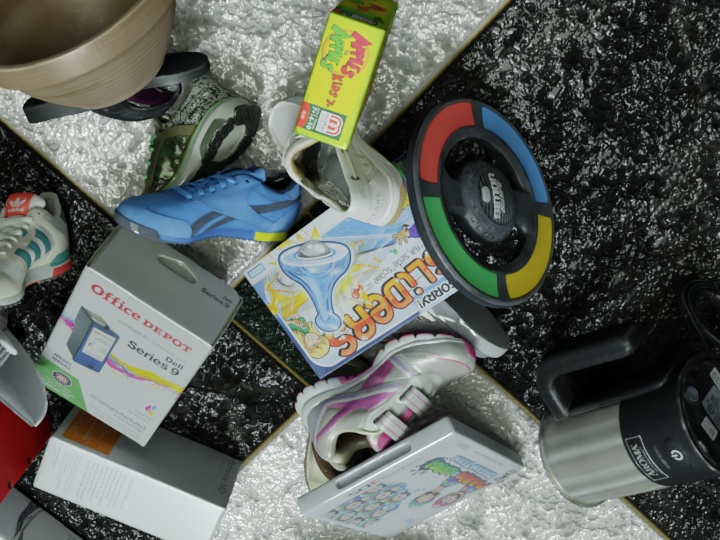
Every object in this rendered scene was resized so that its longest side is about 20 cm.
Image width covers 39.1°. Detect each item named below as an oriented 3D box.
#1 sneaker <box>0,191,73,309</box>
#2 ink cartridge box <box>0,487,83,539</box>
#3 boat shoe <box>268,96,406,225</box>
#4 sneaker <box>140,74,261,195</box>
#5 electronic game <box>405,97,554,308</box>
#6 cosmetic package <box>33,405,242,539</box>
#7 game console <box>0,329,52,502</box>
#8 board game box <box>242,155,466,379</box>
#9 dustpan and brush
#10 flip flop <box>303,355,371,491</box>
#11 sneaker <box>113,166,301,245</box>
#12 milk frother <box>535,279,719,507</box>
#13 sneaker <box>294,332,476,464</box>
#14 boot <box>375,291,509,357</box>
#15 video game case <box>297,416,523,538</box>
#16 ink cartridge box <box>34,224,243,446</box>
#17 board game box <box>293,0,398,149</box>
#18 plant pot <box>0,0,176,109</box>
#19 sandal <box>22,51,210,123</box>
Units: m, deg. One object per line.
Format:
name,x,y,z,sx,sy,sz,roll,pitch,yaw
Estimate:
sneaker,-0.344,-0.026,0.988,0.070,0.200,0.094,4,105,10
ink cartridge box,-0.442,0.331,1.187,0.200,0.084,0.146,41,109,-10
boat shoe,-0.039,-0.108,0.934,0.069,0.200,0.071,-1,120,-39
sneaker,-0.184,-0.115,1.019,0.200,0.077,0.089,-47,69,20
electronic game,0.115,-0.064,0.938,0.042,0.200,0.200,-18,111,44
cosmetic package,-0.242,0.224,1.120,0.200,0.101,0.071,24,110,-5
game console,-0.427,0.144,1.054,0.172,0.200,0.119,17,111,-1
board game box,0.000,0.000,0.990,0.200,0.034,0.135,-35,93,24
dustpan and brush,-0.370,0.066,1.023,0.057,0.200,0.140,-45,117,-11
flip flop,-0.020,0.189,1.109,0.081,0.058,0.200,9,111,2
sneaker,-0.141,-0.071,0.973,0.200,0.066,0.079,-3,122,-42
milk frother,0.299,0.122,1.024,0.188,0.200,0.181,-29,81,50
sneaker,0.031,0.134,1.014,0.200,0.088,0.081,-31,140,19
boot,0.051,0.045,1.049,0.200,0.074,0.096,38,116,0
video game case,0.058,0.223,1.066,0.182,0.024,0.200,-32,148,15
ink cartridge box,-0.231,0.068,1.037,0.145,0.088,0.200,34,129,-7
board game box,-0.009,-0.183,0.892,0.048,0.200,0.102,19,111,-2
plant pot,-0.243,-0.215,0.925,0.201,0.201,0.093,-18,135,12
sandal,-0.231,-0.171,0.992,0.200,0.075,0.048,-10,120,18
